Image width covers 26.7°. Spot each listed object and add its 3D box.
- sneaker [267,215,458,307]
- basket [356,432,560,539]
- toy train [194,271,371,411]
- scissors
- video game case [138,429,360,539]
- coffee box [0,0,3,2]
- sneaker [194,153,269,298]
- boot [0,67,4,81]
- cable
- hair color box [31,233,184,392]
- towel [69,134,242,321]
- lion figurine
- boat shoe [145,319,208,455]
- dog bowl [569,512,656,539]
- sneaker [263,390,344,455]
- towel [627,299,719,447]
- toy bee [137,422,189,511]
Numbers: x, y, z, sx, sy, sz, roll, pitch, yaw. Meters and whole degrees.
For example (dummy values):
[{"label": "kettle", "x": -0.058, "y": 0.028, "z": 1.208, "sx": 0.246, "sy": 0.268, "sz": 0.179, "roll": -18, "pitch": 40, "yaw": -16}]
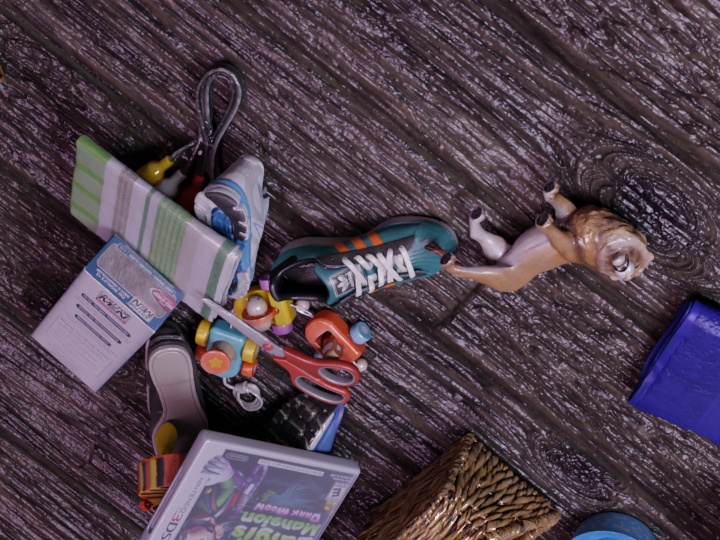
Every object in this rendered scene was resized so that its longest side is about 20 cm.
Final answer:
[{"label": "sneaker", "x": 0.000, "y": 0.000, "z": 1.533, "sx": 0.199, "sy": 0.080, "sz": 0.072, "roll": -11, "pitch": 116, "yaw": 21}, {"label": "basket", "x": 0.097, "y": 0.303, "z": 1.644, "sx": 0.149, "sy": 0.143, "sz": 0.200, "roll": 42, "pitch": 124, "yaw": -7}, {"label": "toy train", "x": -0.094, "y": 0.088, "z": 1.636, "sx": 0.200, "sy": 0.056, "sz": 0.150, "roll": -31, "pitch": 106, "yaw": 31}, {"label": "scissors", "x": -0.090, "y": 0.088, "z": 1.587, "sx": 0.200, "sy": 0.014, "sz": 0.073, "roll": 25, "pitch": 140, "yaw": -17}, {"label": "video game case", "x": -0.123, "y": 0.263, "z": 1.632, "sx": 0.200, "sy": 0.023, "sz": 0.182, "roll": 16, "pitch": 115, "yaw": -34}, {"label": "coffee box", "x": -0.368, "y": -0.359, "z": 1.431, "sx": 0.080, "sy": 0.114, "sz": 0.200, "roll": -28, "pitch": 108, "yaw": 30}, {"label": "sneaker", "x": -0.125, "y": -0.045, "z": 1.561, "sx": 0.075, "sy": 0.087, "sz": 0.200, "roll": 28, "pitch": 148, "yaw": 5}, {"label": "boot", "x": -0.470, "y": -0.250, "z": 1.567, "sx": 0.144, "sy": 0.071, "sz": 0.201, "roll": -28, "pitch": 110, "yaw": 24}, {"label": "cable", "x": -0.163, "y": -0.114, "z": 1.541, "sx": 0.097, "sy": 0.050, "sz": 0.200, "roll": 36, "pitch": 127, "yaw": -5}, {"label": "hair color box", "x": -0.274, "y": 0.049, "z": 1.632, "sx": 0.100, "sy": 0.061, "sz": 0.200, "roll": 42, "pitch": 145, "yaw": -6}, {"label": "towel", "x": -0.210, "y": -0.045, "z": 1.545, "sx": 0.200, "sy": 0.031, "sz": 0.149, "roll": 38, "pitch": 149, "yaw": 6}, {"label": "lion figurine", "x": 0.173, "y": -0.019, "z": 1.471, "sx": 0.200, "sy": 0.073, "sz": 0.122, "roll": -14, "pitch": 142, "yaw": 36}, {"label": "boat shoe", "x": -0.208, "y": 0.140, "z": 1.710, "sx": 0.067, "sy": 0.057, "sz": 0.200, "roll": -6, "pitch": 131, "yaw": -7}, {"label": "dog bowl", "x": 0.281, "y": 0.351, "z": 1.665, "sx": 0.111, "sy": 0.050, "sz": 0.201, "roll": 0, "pitch": 120, "yaw": 19}, {"label": "sneaker", "x": -0.063, "y": 0.219, "z": 1.698, "sx": 0.089, "sy": 0.079, "sz": 0.200, "roll": 8, "pitch": 119, "yaw": -36}, {"label": "towel", "x": 0.381, "y": 0.116, "z": 1.496, "sx": 0.200, "sy": 0.050, "sz": 0.148, "roll": 27, "pitch": 132, "yaw": 2}, {"label": "toy bee", "x": -0.208, "y": 0.250, "z": 1.688, "sx": 0.108, "sy": 0.131, "sz": 0.200, "roll": -11, "pitch": 140, "yaw": 16}]
